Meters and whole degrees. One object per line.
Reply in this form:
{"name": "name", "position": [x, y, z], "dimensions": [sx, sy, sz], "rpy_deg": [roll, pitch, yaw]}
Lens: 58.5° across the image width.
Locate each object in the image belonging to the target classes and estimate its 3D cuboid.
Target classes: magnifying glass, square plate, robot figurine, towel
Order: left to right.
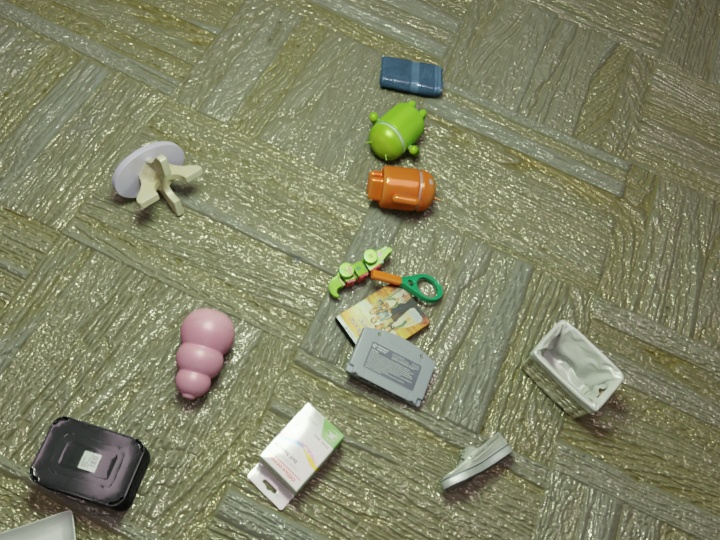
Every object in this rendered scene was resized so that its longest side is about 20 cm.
{"name": "square plate", "position": [-0.647, 0.599, 1.248], "dimensions": [0.198, 0.029, 0.200], "rpy_deg": [-14, 66, -16]}
{"name": "robot figurine", "position": [0.104, -0.397, 1.830], "dimensions": [0.175, 0.116, 0.200], "rpy_deg": [40, 64, 6]}
{"name": "robot figurine", "position": [0.118, -0.223, 1.745], "dimensions": [0.198, 0.144, 0.118], "rpy_deg": [6, 85, -6]}
{"name": "magnifying glass", "position": [0.120, 0.033, 1.642], "dimensions": [0.198, 0.022, 0.080], "rpy_deg": [16, 49, -20]}
{"name": "towel", "position": [0.155, -0.593, 1.977], "dimensions": [0.198, 0.049, 0.113], "rpy_deg": [9, 62, -6]}

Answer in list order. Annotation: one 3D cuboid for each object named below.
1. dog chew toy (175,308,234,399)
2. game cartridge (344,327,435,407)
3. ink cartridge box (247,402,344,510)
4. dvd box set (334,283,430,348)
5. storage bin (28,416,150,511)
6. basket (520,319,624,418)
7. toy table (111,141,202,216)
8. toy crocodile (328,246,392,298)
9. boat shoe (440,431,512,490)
{"name": "dog chew toy", "position": [-0.361, 0.191, 1.457], "dimensions": [0.123, 0.125, 0.202], "rpy_deg": [14, 70, -2]}
{"name": "game cartridge", "position": [0.075, 0.223, 1.533], "dimensions": [0.199, 0.041, 0.134], "rpy_deg": [28, 72, -7]}
{"name": "ink cartridge box", "position": [-0.143, 0.406, 1.408], "dimensions": [0.117, 0.067, 0.200], "rpy_deg": [39, 64, 11]}
{"name": "dvd box set", "position": [0.056, 0.127, 1.605], "dimensions": [0.199, 0.029, 0.147], "rpy_deg": [-29, 72, -22]}
{"name": "storage bin", "position": [-0.554, 0.401, 1.328], "dimensions": [0.198, 0.094, 0.136], "rpy_deg": [17, 61, 0]}
{"name": "basket", "position": [0.509, 0.247, 1.568], "dimensions": [0.135, 0.124, 0.200], "rpy_deg": [-39, 74, -24]}
{"name": "toy table", "position": [-0.508, -0.232, 1.624], "dimensions": [0.117, 0.184, 0.200], "rpy_deg": [37, 71, 29]}
{"name": "toy crocodile", "position": [0.000, 0.000, 1.640], "dimensions": [0.199, 0.068, 0.062], "rpy_deg": [-30, 77, -20]}
{"name": "boat shoe", "position": [0.256, 0.431, 1.463], "dimensions": [0.199, 0.072, 0.066], "rpy_deg": [-24, 65, -21]}
